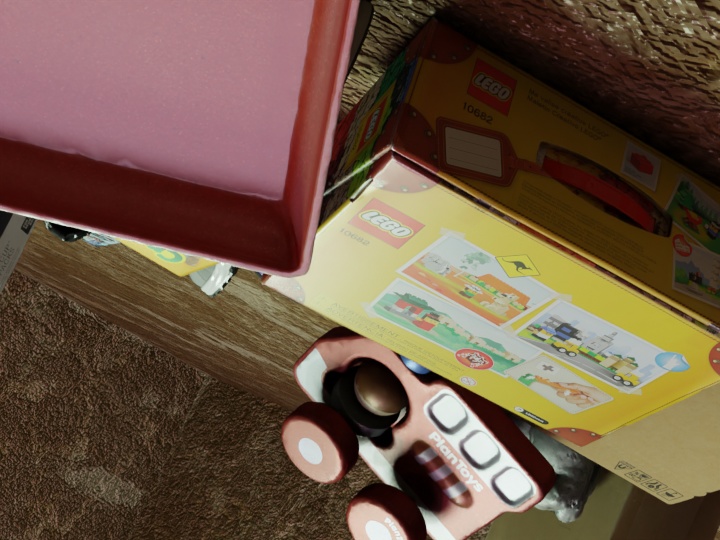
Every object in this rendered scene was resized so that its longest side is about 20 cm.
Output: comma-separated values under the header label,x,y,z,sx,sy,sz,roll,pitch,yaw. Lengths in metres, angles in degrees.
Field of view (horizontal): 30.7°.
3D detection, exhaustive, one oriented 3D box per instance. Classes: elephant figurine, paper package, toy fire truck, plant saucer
label,x,y,z,sx,sy,sz,roll,pitch,yaw
elephant figurine,0.110,0.122,1.114,0.199,0.156,0.142,21,172,18
paper package,0.226,0.215,1.191,0.103,0.191,0.200,30,168,-18
toy fire truck,0.042,0.120,1.019,0.200,0.112,0.168,50,136,5
plant saucer,-0.100,-0.100,0.502,0.199,0.037,0.200,14,133,1

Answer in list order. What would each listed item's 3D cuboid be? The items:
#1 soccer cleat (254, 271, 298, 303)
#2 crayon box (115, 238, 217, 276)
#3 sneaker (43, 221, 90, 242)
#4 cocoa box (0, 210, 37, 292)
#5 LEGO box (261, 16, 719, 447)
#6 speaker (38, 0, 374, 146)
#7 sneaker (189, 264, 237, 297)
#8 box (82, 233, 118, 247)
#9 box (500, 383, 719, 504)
label,x,y,z,sx,sy,sz,roll,pitch,yaw
soccer cleat,0.000,0.000,1.036,0.199,0.068,0.073,21,153,19
crayon box,-0.113,-0.058,0.824,0.199,0.052,0.126,-16,142,43
sneaker,-0.225,-0.067,1.089,0.069,0.100,0.200,26,169,8
cocoa box,-0.227,-0.096,0.671,0.133,0.201,0.131,23,169,12
LEGO box,0.074,-0.007,0.626,0.199,0.077,0.149,28,148,-15
speaker,-0.099,-0.126,0.558,0.199,0.082,0.081,28,170,-12
sneaker,-0.131,-0.034,1.160,0.079,0.074,0.200,35,163,-2
box,-0.333,-0.075,1.480,0.137,0.040,0.200,29,169,-17
box,0.222,0.108,0.967,0.199,0.021,0.163,31,142,-24
